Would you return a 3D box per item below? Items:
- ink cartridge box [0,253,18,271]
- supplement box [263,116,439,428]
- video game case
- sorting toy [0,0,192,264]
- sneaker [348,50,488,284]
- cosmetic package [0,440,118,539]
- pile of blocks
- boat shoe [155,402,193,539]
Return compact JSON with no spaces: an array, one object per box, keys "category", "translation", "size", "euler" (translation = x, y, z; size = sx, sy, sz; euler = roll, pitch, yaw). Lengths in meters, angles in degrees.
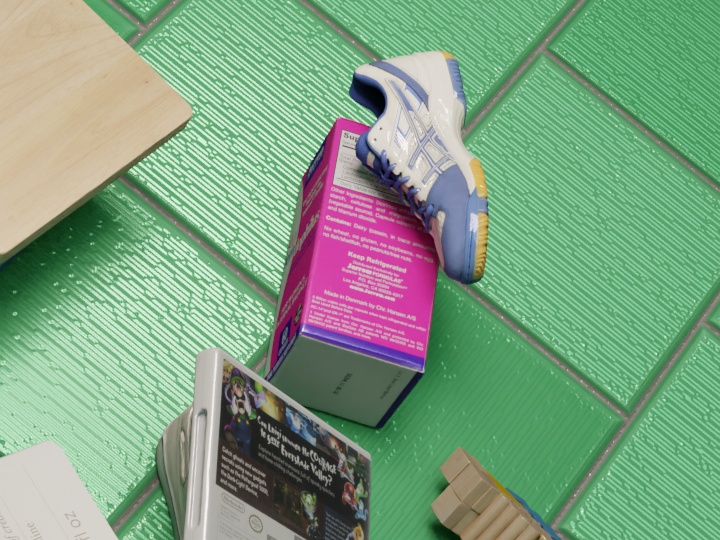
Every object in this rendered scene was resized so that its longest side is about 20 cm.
[{"category":"ink cartridge box","translation":[-0.310,-0.054,1.578],"size":[0.136,0.076,0.200],"euler":[39,54,4]},{"category":"supplement box","translation":[0.000,0.000,1.649],"size":[0.103,0.101,0.200],"euler":[18,56,-11]},{"category":"video game case","translation":[-0.055,0.174,1.506],"size":[0.200,0.023,0.182],"euler":[39,44,-46]},{"category":"sorting toy","translation":[-0.260,-0.113,1.543],"size":[0.199,0.070,0.200],"euler":[44,54,8]},{"category":"sneaker","translation":[0.041,-0.072,1.612],"size":[0.088,0.075,0.200],"euler":[-5,56,-11]},{"category":"cosmetic package","translation":[-0.248,0.244,1.356],"size":[0.200,0.166,0.167],"euler":[-20,57,-29]},{"category":"pile of blocks","translation":[0.124,0.222,1.605],"size":[0.062,0.082,0.200],"euler":[-47,71,8]},{"category":"boat shoe","translation":[-0.090,0.186,1.528],"size":[0.072,0.066,0.200],"euler":[-4,63,-23]}]
